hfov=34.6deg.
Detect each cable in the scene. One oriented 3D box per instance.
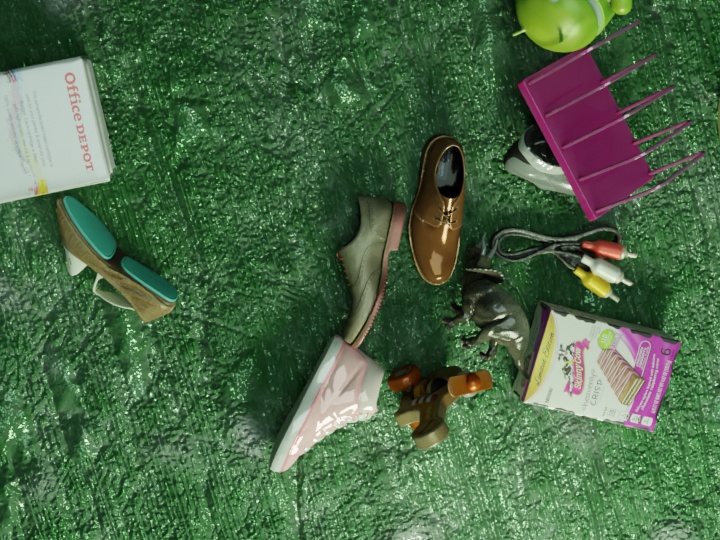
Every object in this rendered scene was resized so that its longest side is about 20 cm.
[{"bbox_3d":[0.280,-0.030,1.565,0.199,0.050,0.098,18,99,-12],"label":"cable"}]

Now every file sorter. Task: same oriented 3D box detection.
[{"bbox_3d":[0.326,-0.194,1.464,0.139,0.125,0.201,-32,95,-36],"label":"file sorter"}]

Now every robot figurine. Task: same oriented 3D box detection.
[{"bbox_3d":[0.274,-0.359,1.457,0.200,0.175,0.116,-52,132,-19],"label":"robot figurine"}]

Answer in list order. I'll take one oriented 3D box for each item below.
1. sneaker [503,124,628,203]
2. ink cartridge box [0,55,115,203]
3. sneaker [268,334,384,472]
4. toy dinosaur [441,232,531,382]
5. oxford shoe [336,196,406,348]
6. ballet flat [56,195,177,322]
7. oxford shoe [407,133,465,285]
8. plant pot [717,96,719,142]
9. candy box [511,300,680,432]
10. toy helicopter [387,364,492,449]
[{"bbox_3d":[0.279,-0.135,1.543,0.199,0.079,0.074,19,61,-26],"label":"sneaker"},{"bbox_3d":[-0.406,-0.164,1.374,0.199,0.146,0.148,-12,101,-7],"label":"ink cartridge box"},{"bbox_3d":[-0.038,0.195,1.538,0.104,0.075,0.201,29,90,-8],"label":"sneaker"},{"bbox_3d":[0.175,0.062,1.531,0.102,0.077,0.201,-35,83,28],"label":"toy dinosaur"},{"bbox_3d":[0.000,0.000,1.518,0.074,0.070,0.201,15,87,-8],"label":"oxford shoe"},{"bbox_3d":[-0.324,-0.005,1.467,0.072,0.068,0.200,-41,109,19],"label":"ballet flat"},{"bbox_3d":[0.104,-0.075,1.518,0.071,0.071,0.201,-1,102,-11],"label":"oxford shoe"},{"bbox_3d":[0.614,-0.205,1.539,0.189,0.200,0.201,-11,102,-21],"label":"plant pot"},{"bbox_3d":[0.325,0.133,1.598,0.199,0.061,0.137,13,98,-11],"label":"candy box"},{"bbox_3d":[0.103,0.174,1.495,0.132,0.200,0.079,-24,104,13],"label":"toy helicopter"}]
